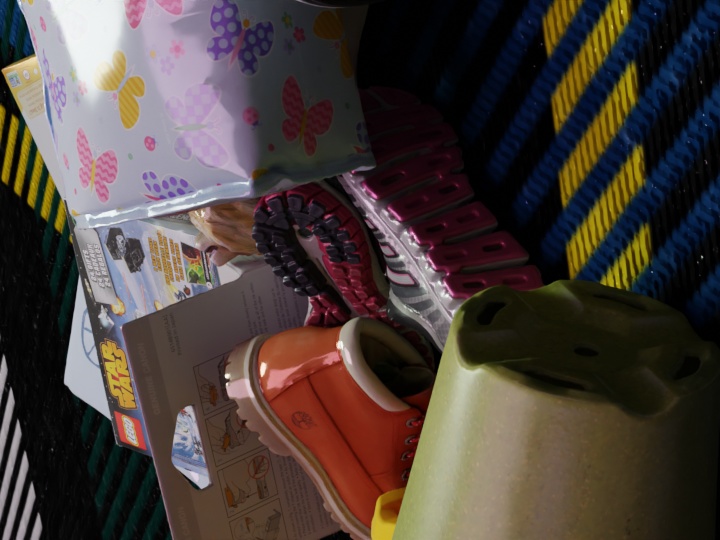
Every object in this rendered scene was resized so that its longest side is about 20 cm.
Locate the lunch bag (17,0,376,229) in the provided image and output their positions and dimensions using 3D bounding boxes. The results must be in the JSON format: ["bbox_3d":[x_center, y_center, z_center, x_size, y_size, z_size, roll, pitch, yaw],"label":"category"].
[{"bbox_3d":[-0.104,-0.118,1.207,0.199,0.127,0.171,-11,94,42],"label":"lunch bag"}]

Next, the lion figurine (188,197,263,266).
[{"bbox_3d":[-0.103,-0.100,1.362,0.072,0.122,0.201,-43,43,41],"label":"lion figurine"}]

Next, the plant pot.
[{"bbox_3d":[0.097,0.112,1.061,0.200,0.199,0.186,41,132,52],"label":"plant pot"}]

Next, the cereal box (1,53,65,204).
[{"bbox_3d":[-0.154,-0.067,1.486,0.143,0.039,0.201,-14,105,48],"label":"cereal box"}]

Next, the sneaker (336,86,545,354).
[{"bbox_3d":[0.035,-0.017,1.230,0.201,0.073,0.088,56,153,31],"label":"sneaker"}]

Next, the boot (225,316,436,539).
[{"bbox_3d":[0.019,0.103,1.325,0.107,0.075,0.200,-21,129,33],"label":"boot"}]

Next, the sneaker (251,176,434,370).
[{"bbox_3d":[0.000,0.000,1.319,0.201,0.080,0.075,68,-152,-44],"label":"sneaker"}]

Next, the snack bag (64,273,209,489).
[{"bbox_3d":[-0.143,0.039,1.578,0.199,0.021,0.190,31,118,40],"label":"snack bag"}]

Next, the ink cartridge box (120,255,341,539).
[{"bbox_3d":[-0.061,0.085,1.393,0.045,0.175,0.202,31,137,57],"label":"ink cartridge box"}]

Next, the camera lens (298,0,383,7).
[{"bbox_3d":[-0.019,-0.242,1.065,0.201,0.159,0.161,59,155,30],"label":"camera lens"}]

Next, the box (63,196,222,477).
[{"bbox_3d":[-0.123,0.044,1.470,0.136,0.040,0.202,15,127,35],"label":"box"}]

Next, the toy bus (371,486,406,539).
[{"bbox_3d":[0.058,0.180,1.277,0.200,0.134,0.194,177,89,-70],"label":"toy bus"}]

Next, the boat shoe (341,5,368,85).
[{"bbox_3d":[-0.039,-0.148,1.307,0.093,0.074,0.201,-122,27,-50],"label":"boat shoe"}]
